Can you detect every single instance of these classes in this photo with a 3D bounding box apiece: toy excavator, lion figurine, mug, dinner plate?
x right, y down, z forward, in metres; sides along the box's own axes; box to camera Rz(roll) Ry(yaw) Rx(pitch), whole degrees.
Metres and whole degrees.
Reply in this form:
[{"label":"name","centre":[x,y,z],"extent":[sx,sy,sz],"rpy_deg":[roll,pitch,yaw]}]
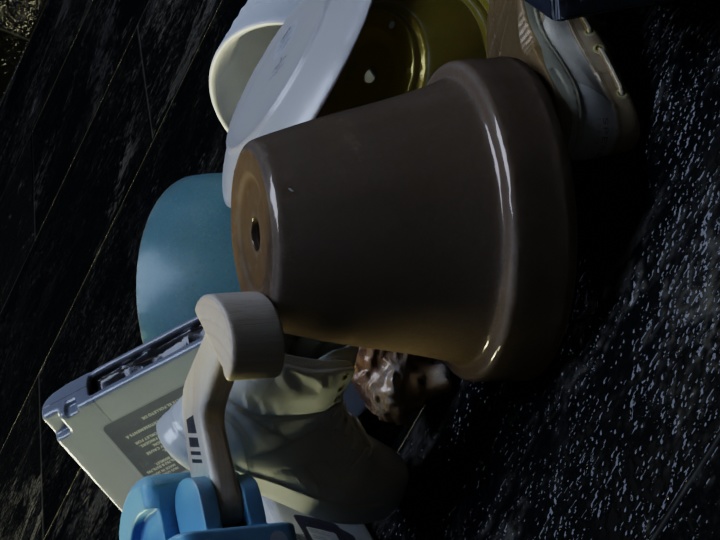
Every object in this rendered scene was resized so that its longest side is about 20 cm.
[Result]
[{"label":"toy excavator","centre":[-0.093,0.133,1.292],"extent":[0.194,0.100,0.201],"rpy_deg":[-38,61,54]},{"label":"lion figurine","centre":[0.000,0.000,1.443],"extent":[0.072,0.200,0.123],"rpy_deg":[-12,34,44]},{"label":"mug","centre":[-0.020,-0.161,1.712],"extent":[0.176,0.147,0.201],"rpy_deg":[-65,-20,-46]},{"label":"dinner plate","centre":[-0.049,-0.135,1.492],"extent":[0.200,0.024,0.200],"rpy_deg":[-53,16,23]}]

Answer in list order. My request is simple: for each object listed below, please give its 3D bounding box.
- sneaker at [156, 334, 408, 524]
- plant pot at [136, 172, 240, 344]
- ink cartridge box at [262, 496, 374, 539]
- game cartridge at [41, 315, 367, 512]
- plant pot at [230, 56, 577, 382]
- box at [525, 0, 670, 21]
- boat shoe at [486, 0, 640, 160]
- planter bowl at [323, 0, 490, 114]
[{"label":"sneaker","centre":[-0.020,0.092,1.387],"extent":[0.116,0.200,0.074],"rpy_deg":[-51,46,21]},{"label":"plant pot","centre":[-0.050,0.020,1.564],"extent":[0.134,0.200,0.201],"rpy_deg":[-9,56,29]},{"label":"ink cartridge box","centre":[-0.044,0.243,1.436],"extent":[0.145,0.084,0.200],"rpy_deg":[-67,19,11]},{"label":"game cartridge","centre":[-0.100,0.094,1.489],"extent":[0.199,0.133,0.042],"rpy_deg":[-27,39,12]},{"label":"plant pot","centre":[0.017,-0.026,1.321],"extent":[0.200,0.174,0.201],"rpy_deg":[175,90,-74]},{"label":"box","centre":[0.133,-0.274,1.302],"extent":[0.200,0.123,0.197],"rpy_deg":[-126,27,-65]},{"label":"boat shoe","centre":[0.128,-0.133,1.377],"extent":[0.200,0.069,0.074],"rpy_deg":[-102,21,-48]},{"label":"planter bowl","centre":[0.030,-0.126,1.487],"extent":[0.200,0.083,0.201],"rpy_deg":[-12,72,42]}]
